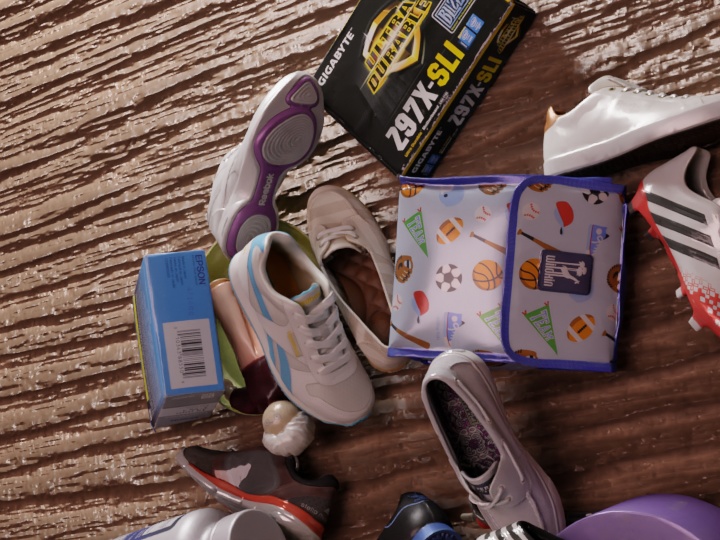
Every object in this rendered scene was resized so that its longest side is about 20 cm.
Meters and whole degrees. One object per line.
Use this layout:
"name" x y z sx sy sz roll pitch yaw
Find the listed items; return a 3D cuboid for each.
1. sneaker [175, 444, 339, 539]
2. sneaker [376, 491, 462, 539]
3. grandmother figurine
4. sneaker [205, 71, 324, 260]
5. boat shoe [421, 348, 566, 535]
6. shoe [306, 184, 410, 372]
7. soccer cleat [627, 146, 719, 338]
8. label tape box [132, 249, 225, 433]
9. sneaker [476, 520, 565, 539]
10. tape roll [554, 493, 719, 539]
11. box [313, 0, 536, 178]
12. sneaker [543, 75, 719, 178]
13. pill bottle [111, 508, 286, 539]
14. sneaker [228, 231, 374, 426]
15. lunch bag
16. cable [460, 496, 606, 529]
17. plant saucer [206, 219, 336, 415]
"sneaker" -0.096 0.206 1.574 0.200 0.077 0.082 20 69 37
"sneaker" 0.034 0.299 1.453 0.200 0.070 0.078 -67 29 18
"grandmother figurine" -0.097 0.093 1.546 0.121 0.061 0.200 -44 57 35
"sneaker" -0.105 -0.113 1.568 0.100 0.075 0.200 46 115 50
"boat shoe" 0.108 0.163 1.317 0.072 0.069 0.200 -16 99 29
"shoe" 0.000 0.000 1.509 0.070 0.053 0.200 -25 71 2
"soccer cleat" 0.294 -0.012 1.286 0.085 0.069 0.200 -45 55 29
"label tape box" -0.187 0.076 1.598 0.200 0.066 0.143 122 139 -71
"sneaker" 0.147 0.287 1.219 0.115 0.076 0.201 -38 70 31
"tape roll" 0.234 0.283 1.258 0.200 0.085 0.200 2 93 33
"box" 0.054 -0.208 1.514 0.160 0.049 0.200 45 111 31
"sneaker" 0.238 -0.135 1.341 0.200 0.073 0.085 -13 73 35
"pill bottle" -0.166 0.292 1.520 0.200 0.111 0.111 -24 70 36
"sneaker" -0.051 0.056 1.480 0.200 0.076 0.081 56 150 3
"lunch bag" 0.132 0.003 1.379 0.200 0.124 0.170 3 86 25
"cable" 0.172 0.220 1.373 0.200 0.050 0.097 -15 77 25
"plant saucer" -0.096 0.047 1.606 0.200 0.031 0.200 -6 80 37
